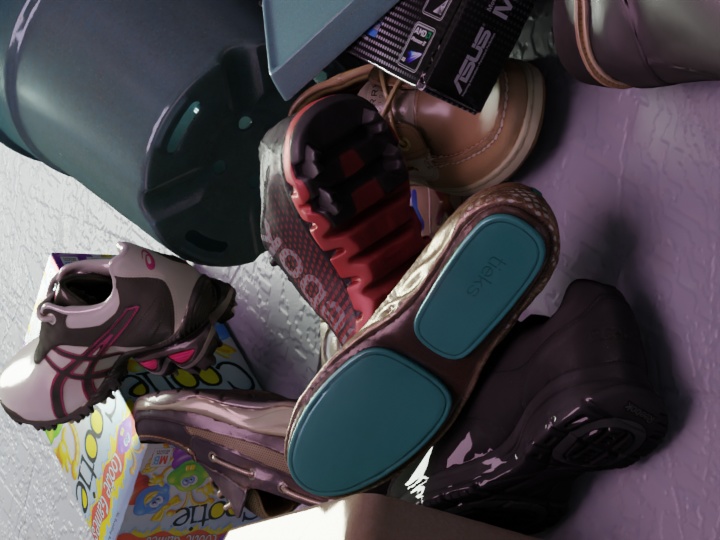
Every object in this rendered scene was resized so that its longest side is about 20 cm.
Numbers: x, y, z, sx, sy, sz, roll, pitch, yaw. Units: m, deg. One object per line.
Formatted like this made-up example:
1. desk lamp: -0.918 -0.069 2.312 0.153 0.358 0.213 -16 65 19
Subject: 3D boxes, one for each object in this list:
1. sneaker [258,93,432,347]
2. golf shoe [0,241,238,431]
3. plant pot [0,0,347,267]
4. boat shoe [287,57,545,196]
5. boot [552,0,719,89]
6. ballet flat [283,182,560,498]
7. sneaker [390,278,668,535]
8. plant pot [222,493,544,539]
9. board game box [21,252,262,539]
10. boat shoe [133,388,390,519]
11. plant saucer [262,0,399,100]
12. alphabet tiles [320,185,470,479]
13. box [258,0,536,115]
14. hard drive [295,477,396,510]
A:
1. sneaker: 0.000 0.000 1.184 0.098 0.071 0.201 8 124 60
2. golf shoe: -0.163 0.032 1.331 0.200 0.088 0.077 -25 38 39
3. plant pot: -0.113 -0.111 1.345 0.196 0.200 0.201 42 125 44
4. boat shoe: 0.025 -0.080 1.202 0.200 0.066 0.074 -9 72 60
5. boot: 0.153 -0.178 0.996 0.138 0.077 0.200 16 115 56
6. ballet flat: 0.035 0.034 1.103 0.200 0.070 0.065 -48 7 26
7. sneaker: 0.082 0.074 1.113 0.200 0.076 0.091 -38 46 45
8. plant pot: 0.012 0.217 1.097 0.200 0.200 0.177 -22 55 52
9. board game box: -0.139 0.087 1.452 0.200 0.105 0.103 56 135 45
10. boat shoe: -0.061 0.106 1.259 0.200 0.074 0.073 2 88 47
11. plant saucer: 0.015 -0.168 1.119 0.200 0.019 0.070 -38 44 35
12. alphabet tiles: 0.027 0.034 1.260 0.200 0.008 0.168 -15 75 59
13. box: 0.042 -0.197 1.153 0.200 0.047 0.193 36 103 56
14. hard drive: -0.009 0.188 1.289 0.132 0.027 0.200 -32 63 56
